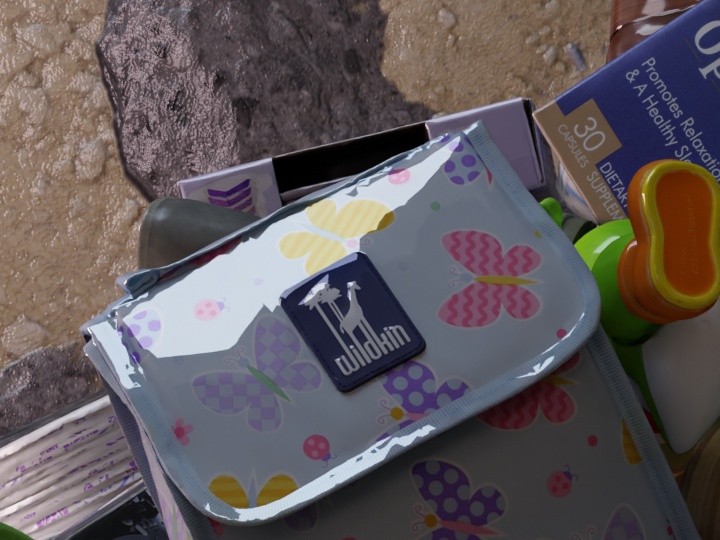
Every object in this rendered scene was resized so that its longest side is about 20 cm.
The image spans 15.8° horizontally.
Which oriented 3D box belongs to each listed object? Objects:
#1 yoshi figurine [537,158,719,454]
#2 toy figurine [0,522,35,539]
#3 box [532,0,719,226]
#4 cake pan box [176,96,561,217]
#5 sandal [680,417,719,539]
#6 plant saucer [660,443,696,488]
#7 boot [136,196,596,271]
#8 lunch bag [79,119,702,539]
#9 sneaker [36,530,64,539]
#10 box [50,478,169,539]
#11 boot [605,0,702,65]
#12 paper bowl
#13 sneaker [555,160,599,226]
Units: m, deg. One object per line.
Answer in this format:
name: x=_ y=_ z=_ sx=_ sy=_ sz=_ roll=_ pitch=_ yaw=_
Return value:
yoshi figurine: x=0.115 y=0.005 z=0.995 sx=0.112 sy=0.113 sz=0.200 roll=-36 pitch=-8 yaw=-23
toy figurine: x=-0.119 y=0.182 z=0.908 sx=0.184 sy=0.150 sz=0.200 roll=-3 pitch=41 yaw=52
box: x=0.186 y=-0.070 z=1.088 sx=0.200 sy=0.121 sz=0.032 roll=-33 pitch=-18 yaw=7
cake pan box: x=0.010 y=-0.043 z=1.363 sx=0.183 sy=0.053 sz=0.200 roll=-15 pitch=-3 yaw=5
sandal: x=0.198 y=0.062 z=1.041 sx=0.069 sy=0.078 sz=0.212 roll=14 pitch=31 yaw=26
plant saucer: x=0.081 y=0.104 z=1.109 sx=0.200 sy=0.032 sz=0.200 roll=-30 pitch=2 yaw=1
boot: x=-0.001 y=0.001 z=1.157 sx=0.182 sy=0.199 sz=0.073 roll=98 pitch=-164 yaw=-63
lunch bag: x=0.011 y=0.069 z=0.921 sx=0.169 sy=0.201 sz=0.127 roll=-24 pitch=4 yaw=-13
sneaker: x=-0.202 y=0.197 z=1.414 sx=0.200 sy=0.071 sz=0.080 roll=-27 pitch=2 yaw=-22
box: x=-0.061 y=0.121 z=1.179 sx=0.163 sy=0.086 sz=0.200 roll=-33 pitch=-1 yaw=-15
boot: x=0.185 y=-0.039 z=1.127 sx=0.186 sy=0.201 sz=0.064 roll=-11 pitch=-27 yaw=33
paper bowl: x=-0.144 y=0.133 z=1.532 sx=0.200 sy=0.105 sz=0.201 roll=-27 pitch=-5 yaw=-2
sneaker: x=0.196 y=-0.052 z=1.281 sx=0.199 sy=0.072 sz=0.073 roll=3 pitch=-44 yaw=-17
